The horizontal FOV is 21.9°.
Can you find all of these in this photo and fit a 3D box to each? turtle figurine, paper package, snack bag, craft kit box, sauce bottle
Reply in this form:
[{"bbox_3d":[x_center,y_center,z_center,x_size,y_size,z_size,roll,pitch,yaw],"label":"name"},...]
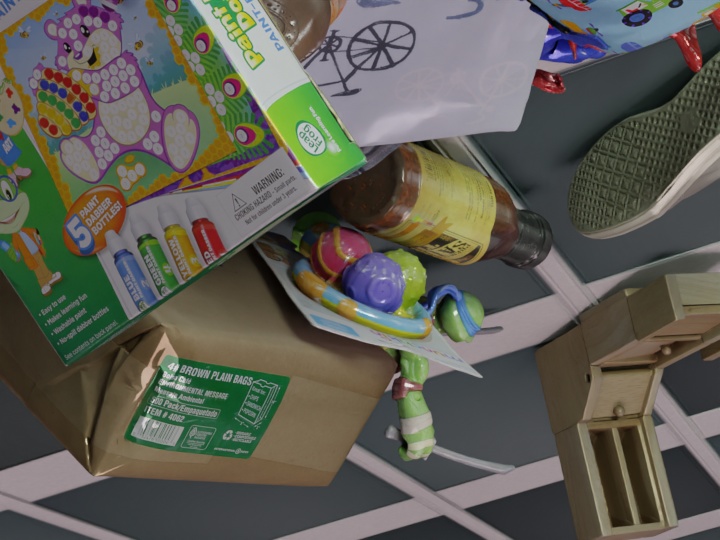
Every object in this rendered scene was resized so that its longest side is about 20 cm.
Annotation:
[{"bbox_3d":[0.012,0.091,1.409,0.193,0.144,0.200,-13,156,11],"label":"turtle figurine"},{"bbox_3d":[-0.113,0.042,1.137,0.200,0.191,0.104,12,109,-46],"label":"paper package"},{"bbox_3d":[0.017,-0.133,0.942,0.188,0.021,0.200,-8,141,-16],"label":"snack bag"},{"bbox_3d":[-0.122,-0.082,0.833,0.200,0.198,0.048,-33,178,41],"label":"craft kit box"},{"bbox_3d":[0.060,-0.038,1.217,0.066,0.066,0.200,-26,154,31],"label":"sauce bottle"}]

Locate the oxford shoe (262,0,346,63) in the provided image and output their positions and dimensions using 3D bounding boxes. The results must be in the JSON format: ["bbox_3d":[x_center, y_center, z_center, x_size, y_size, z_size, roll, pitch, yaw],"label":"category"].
[{"bbox_3d":[-0.106,-0.111,0.874,0.199,0.073,0.071,-7,132,30],"label":"oxford shoe"}]

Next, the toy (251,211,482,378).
[{"bbox_3d":[0.000,0.000,1.168,0.115,0.047,0.200,17,-170,-22],"label":"toy"}]

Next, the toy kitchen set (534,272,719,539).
[{"bbox_3d":[0.281,0.112,1.558,0.163,0.181,0.200,-2,161,-28],"label":"toy kitchen set"}]

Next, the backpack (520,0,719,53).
[{"bbox_3d":[0.098,-0.197,0.747,0.182,0.135,0.200,-24,153,23],"label":"backpack"}]

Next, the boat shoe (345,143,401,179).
[{"bbox_3d":[-0.061,-0.068,1.059,0.200,0.071,0.091,-24,152,21],"label":"boat shoe"}]

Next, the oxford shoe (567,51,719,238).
[{"bbox_3d":[0.209,-0.078,1.193,0.058,0.075,0.200,9,145,-38],"label":"oxford shoe"}]

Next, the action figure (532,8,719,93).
[{"bbox_3d":[0.108,-0.130,1.041,0.199,0.052,0.065,-3,161,-18],"label":"action figure"}]
